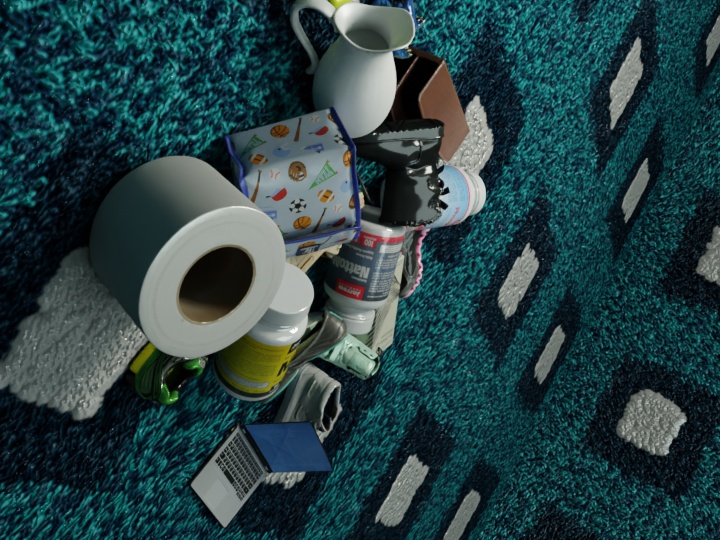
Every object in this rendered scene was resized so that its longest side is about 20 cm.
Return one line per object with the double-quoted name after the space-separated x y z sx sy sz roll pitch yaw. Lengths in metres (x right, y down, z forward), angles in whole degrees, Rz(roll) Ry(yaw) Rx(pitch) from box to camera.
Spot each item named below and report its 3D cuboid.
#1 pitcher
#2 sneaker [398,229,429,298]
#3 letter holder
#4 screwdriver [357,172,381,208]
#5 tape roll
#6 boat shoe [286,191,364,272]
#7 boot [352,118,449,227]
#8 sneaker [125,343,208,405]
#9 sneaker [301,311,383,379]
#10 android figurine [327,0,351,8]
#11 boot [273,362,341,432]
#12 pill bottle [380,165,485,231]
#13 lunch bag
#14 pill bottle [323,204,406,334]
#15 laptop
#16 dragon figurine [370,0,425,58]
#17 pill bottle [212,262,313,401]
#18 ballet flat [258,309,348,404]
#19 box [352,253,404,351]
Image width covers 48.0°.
-0.026 -0.288 1.134 0.201 0.168 0.123 113 -1 -61 "pitcher"
0.077 -0.046 1.546 0.094 0.078 0.205 0 105 -52 "sneaker"
0.091 -0.254 1.370 0.144 0.099 0.200 -56 150 -11 "letter holder"
0.013 -0.133 1.412 0.201 0.027 0.030 64 28 -53 "screwdriver"
-0.207 -0.017 0.980 0.200 0.139 0.206 -27 136 -30 "tape roll"
-0.062 -0.050 1.277 0.199 0.071 0.065 -40 101 -19 "boat shoe"
0.050 -0.153 1.295 0.194 0.074 0.166 -6 117 -17 "boot"
-0.232 0.100 1.126 0.202 0.084 0.078 -57 150 -15 "sneaker"
-0.032 0.138 1.451 0.075 0.117 0.200 -61 150 0 "sneaker"
-0.037 -0.441 1.077 0.200 0.041 0.185 -43 145 -37 "android figurine"
-0.099 0.276 1.468 0.073 0.094 0.204 -7 118 -56 "boot"
0.136 -0.133 1.466 0.197 0.108 0.111 -10 122 -43 "pill bottle"
-0.087 -0.097 1.124 0.166 0.125 0.202 -14 138 -11 "lunch bag"
0.000 0.000 1.394 0.119 0.118 0.204 -14 124 -54 "pill bottle"
-0.166 0.356 1.401 0.201 0.114 0.189 -50 147 -24 "laptop"
0.042 -0.373 1.226 0.203 0.058 0.099 -62 147 -4 "dragon figurine"
-0.141 0.088 1.178 0.114 0.114 0.202 -32 158 -44 "pill bottle"
-0.112 0.137 1.361 0.199 0.068 0.069 -40 108 0 "ballet flat"
0.026 0.059 1.535 0.082 0.067 0.204 -32 137 -45 "box"
